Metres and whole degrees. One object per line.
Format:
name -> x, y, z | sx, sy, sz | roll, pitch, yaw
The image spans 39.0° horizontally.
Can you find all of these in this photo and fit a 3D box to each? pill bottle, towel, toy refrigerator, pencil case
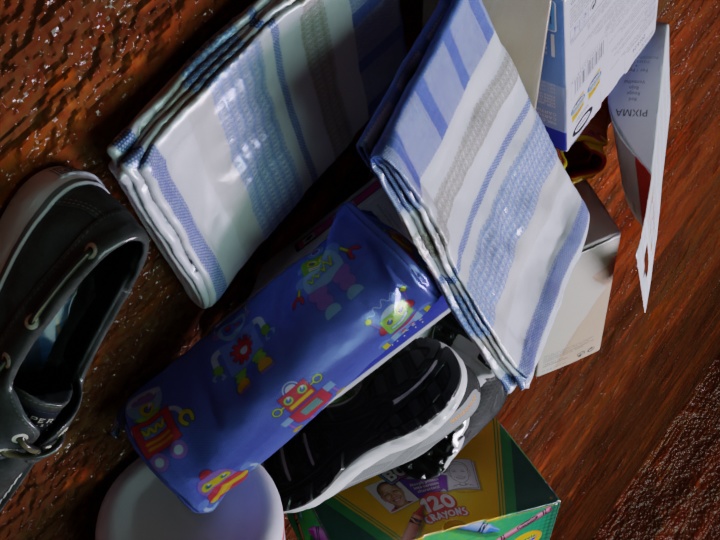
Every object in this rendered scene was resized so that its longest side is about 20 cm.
pill bottle -> -0.104, 0.213, 0.674 | 0.116, 0.115, 0.202 | -40, 150, -32
towel -> 0.076, -0.046, 0.578 | 0.201, 0.023, 0.148 | 55, 50, -37
towel -> -0.042, -0.084, 0.545 | 0.201, 0.024, 0.148 | -50, 154, -19
toy refrigerator -> 0.078, -0.156, 0.620 | 0.202, 0.074, 0.071 | 87, 14, -50
pencil case -> -0.047, 0.047, 0.585 | 0.199, 0.087, 0.078 | -42, 139, 4

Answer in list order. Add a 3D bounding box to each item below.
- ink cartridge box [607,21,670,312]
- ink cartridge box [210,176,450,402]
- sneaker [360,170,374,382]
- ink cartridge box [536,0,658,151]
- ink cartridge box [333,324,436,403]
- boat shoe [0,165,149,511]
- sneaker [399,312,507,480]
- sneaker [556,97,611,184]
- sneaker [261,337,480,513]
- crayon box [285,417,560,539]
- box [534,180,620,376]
ink cartridge box -> 0.234, -0.084, 0.875 | 0.162, 0.049, 0.204 | 46, 54, -65
ink cartridge box -> 0.008, 0.004, 0.644 | 0.199, 0.037, 0.095 | -38, 115, 1
sneaker -> 0.000, 0.000, 0.686 | 0.088, 0.077, 0.203 | -13, 127, -43
ink cartridge box -> 0.157, -0.187, 0.746 | 0.137, 0.076, 0.201 | -51, 152, -16
ink cartridge box -> 0.029, 0.060, 0.810 | 0.202, 0.059, 0.104 | -60, 155, 4
boat shoe -> -0.157, 0.053, 0.465 | 0.068, 0.056, 0.203 | 1, 118, -61
sneaker -> 0.091, 0.067, 0.790 | 0.090, 0.066, 0.202 | -20, 140, -56
sneaker -> 0.187, -0.110, 0.887 | 0.199, 0.076, 0.074 | -39, 149, -45
sneaker -> 0.000, 0.121, 0.723 | 0.198, 0.075, 0.079 | -29, 150, 20
crayon box -> 0.045, 0.187, 0.820 | 0.196, 0.119, 0.059 | -8, 125, -24
box -> 0.184, 0.005, 0.970 | 0.076, 0.096, 0.201 | -21, 147, -7
